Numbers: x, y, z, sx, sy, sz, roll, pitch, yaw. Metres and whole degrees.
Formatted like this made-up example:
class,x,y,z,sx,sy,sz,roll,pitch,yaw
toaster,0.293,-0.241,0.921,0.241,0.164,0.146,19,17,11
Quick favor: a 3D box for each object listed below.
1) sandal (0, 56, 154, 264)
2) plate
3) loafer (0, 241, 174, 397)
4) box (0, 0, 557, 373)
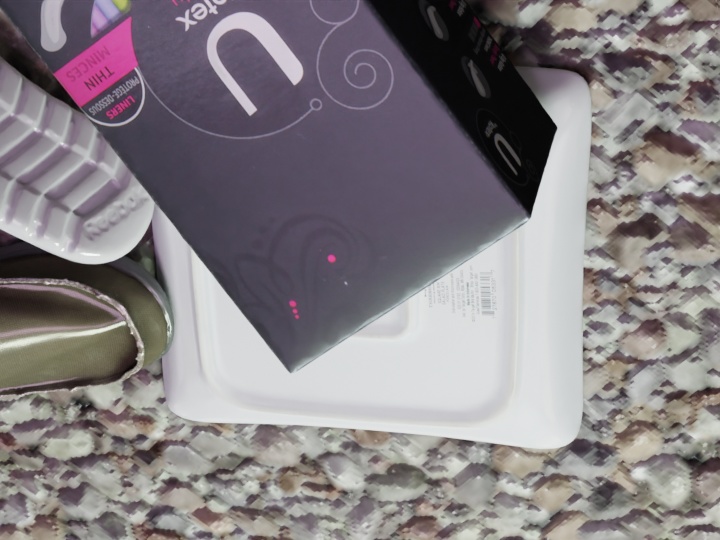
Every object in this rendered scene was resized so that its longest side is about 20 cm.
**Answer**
class,x,y,z,sx,sy,sz,roll,pitch,yaw
sandal,-0.183,-0.066,0.967,0.202,0.083,0.050,39,159,-10
plate,0.000,0.000,0.995,0.199,0.032,0.200,4,124,8
loafer,-0.182,0.035,1.027,0.199,0.070,0.075,-4,123,15
box,-0.032,-0.084,0.874,0.122,0.106,0.200,-34,104,22
